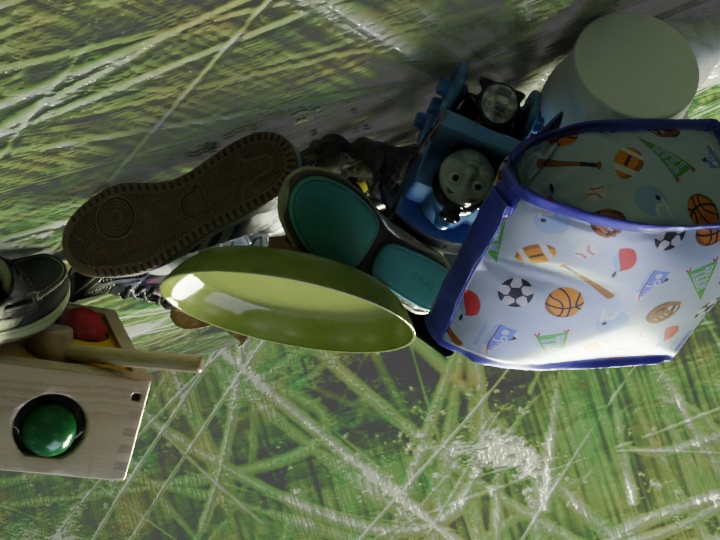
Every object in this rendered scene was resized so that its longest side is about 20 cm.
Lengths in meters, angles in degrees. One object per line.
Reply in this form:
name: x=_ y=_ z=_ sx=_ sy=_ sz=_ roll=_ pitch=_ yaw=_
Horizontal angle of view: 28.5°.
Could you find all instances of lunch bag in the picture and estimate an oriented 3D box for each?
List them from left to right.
lunch bag: x=0.156 y=-0.018 z=0.993 sx=0.198 sy=0.124 sz=0.171 roll=-5 pitch=141 yaw=-25

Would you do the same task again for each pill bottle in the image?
pill bottle: x=0.187 y=-0.102 z=1.101 sx=0.115 sy=0.117 sz=0.200 roll=-16 pitch=156 yaw=-16

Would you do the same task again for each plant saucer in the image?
plant saucer: x=-0.053 y=0.020 z=1.081 sx=0.198 sy=0.031 sz=0.200 roll=9 pitch=163 yaw=3

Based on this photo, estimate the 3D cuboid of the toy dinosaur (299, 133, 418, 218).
toy dinosaur: x=0.021 y=-0.073 z=1.201 sx=0.047 sy=0.089 sz=0.199 roll=-9 pitch=180 yaw=33

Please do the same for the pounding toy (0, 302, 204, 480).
pounding toy: x=-0.262 y=0.091 z=1.245 sx=0.183 sy=0.143 sz=0.200 roll=9 pitch=-163 yaw=-26

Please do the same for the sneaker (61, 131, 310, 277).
sneaker: x=-0.126 y=-0.043 z=1.100 sx=0.198 sy=0.071 sz=0.108 roll=-22 pitch=172 yaw=11

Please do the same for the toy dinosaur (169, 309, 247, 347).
toy dinosaur: x=-0.141 y=0.031 z=1.430 sx=0.101 sy=0.059 sz=0.199 roll=-36 pitch=-137 yaw=-22

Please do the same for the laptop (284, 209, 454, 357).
laptop: x=0.000 y=0.000 z=1.278 sx=0.104 sy=0.177 sz=0.200 roll=-57 pitch=-169 yaw=-19

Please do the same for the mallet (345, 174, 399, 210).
mallet: x=0.010 y=-0.089 z=1.313 sx=0.065 sy=0.042 sz=0.200 roll=-15 pitch=171 yaw=-1

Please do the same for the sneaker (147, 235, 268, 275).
sneaker: x=-0.147 y=-0.032 z=1.228 sx=0.098 sy=0.079 sz=0.200 roll=-5 pitch=177 yaw=21

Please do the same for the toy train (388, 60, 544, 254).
toy train: x=0.078 y=-0.080 z=1.076 sx=0.086 sy=0.115 sz=0.200 roll=21 pitch=171 yaw=-4

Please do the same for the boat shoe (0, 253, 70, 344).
boat shoe: x=-0.303 y=0.020 z=1.170 sx=0.071 sy=0.066 sz=0.201 roll=25 pitch=-153 yaw=17

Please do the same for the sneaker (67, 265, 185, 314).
sneaker: x=-0.180 y=0.005 z=1.344 sx=0.198 sy=0.087 sz=0.080 roll=-16 pitch=173 yaw=-16

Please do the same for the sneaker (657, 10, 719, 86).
sneaker: x=0.259 y=-0.160 z=1.192 sx=0.115 sy=0.074 sz=0.200 roll=-13 pitch=173 yaw=-19

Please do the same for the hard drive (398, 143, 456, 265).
hard drive: x=0.099 y=-0.030 z=1.285 sx=0.042 sy=0.201 sz=0.135 roll=-41 pitch=132 yaw=11

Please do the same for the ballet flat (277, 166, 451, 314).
ballet flat: x=-0.006 y=-0.022 z=1.087 sx=0.200 sy=0.068 sz=0.062 roll=37 pitch=178 yaw=-40

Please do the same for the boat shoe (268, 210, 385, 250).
boat shoe: x=-0.017 y=-0.050 z=1.449 sx=0.199 sy=0.073 sz=0.065 roll=-24 pitch=173 yaw=8
